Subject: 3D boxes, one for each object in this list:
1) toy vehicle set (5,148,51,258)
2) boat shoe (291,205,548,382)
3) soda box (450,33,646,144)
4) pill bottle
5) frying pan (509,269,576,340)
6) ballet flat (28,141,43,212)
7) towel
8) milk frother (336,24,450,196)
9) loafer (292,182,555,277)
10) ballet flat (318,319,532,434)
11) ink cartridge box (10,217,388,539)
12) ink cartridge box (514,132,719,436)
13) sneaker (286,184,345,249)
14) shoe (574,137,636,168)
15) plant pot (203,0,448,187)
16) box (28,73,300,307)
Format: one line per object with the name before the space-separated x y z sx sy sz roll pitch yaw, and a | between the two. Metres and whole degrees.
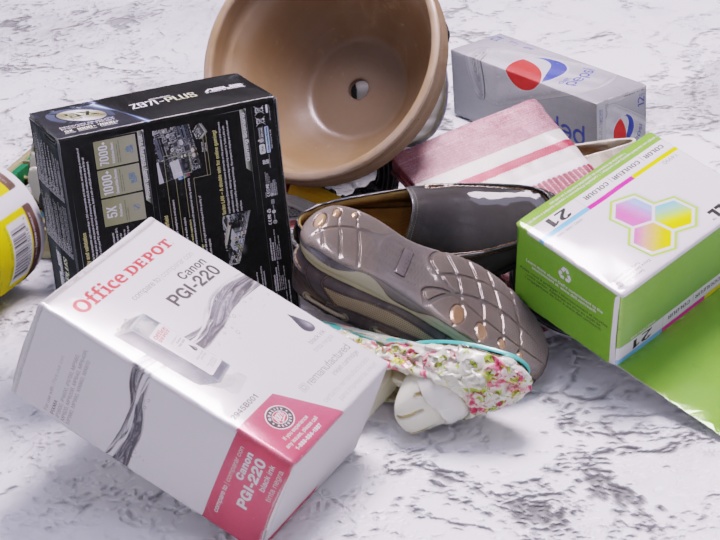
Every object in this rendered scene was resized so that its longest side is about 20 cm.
toy vehicle set | -0.257 -0.067 1.820 0.124 0.027 0.200 5 27 18
boat shoe | 0.041 0.027 1.502 0.200 0.073 0.075 31 44 1
soda box | 0.168 -0.155 1.898 0.063 0.068 0.200 -21 32 -32
pill bottle | -0.338 -0.002 1.602 0.109 0.110 0.200 10 29 25
frying pan | 0.204 0.013 1.555 0.189 0.031 0.115 16 53 7
ballet flat | -0.238 -0.086 1.721 0.068 0.068 0.200 5 16 -9
towel | 0.132 -0.039 1.613 0.144 0.023 0.200 -23 59 -23
milk frother | 0.002 -0.122 1.803 0.188 0.201 0.180 -12 -6 -41
loafer | 0.048 -0.029 1.530 0.199 0.072 0.073 -12 66 12
ballet flat | 0.023 0.080 1.454 0.200 0.076 0.064 8 59 31
ink cartridge box | -0.104 0.070 1.373 0.200 0.085 0.146 30 35 12
ink cartridge box | 0.230 0.007 1.472 0.148 0.076 0.200 -34 51 -29
sneaker | 0.000 0.000 1.616 0.200 0.078 0.082 20 61 32
shoe | 0.141 -0.086 1.775 0.199 0.054 0.070 0 26 8
plant pot | -0.015 -0.156 1.655 0.200 0.201 0.093 10 -9 25
box | -0.138 -0.025 1.513 0.163 0.201 0.086 -14 21 -19
